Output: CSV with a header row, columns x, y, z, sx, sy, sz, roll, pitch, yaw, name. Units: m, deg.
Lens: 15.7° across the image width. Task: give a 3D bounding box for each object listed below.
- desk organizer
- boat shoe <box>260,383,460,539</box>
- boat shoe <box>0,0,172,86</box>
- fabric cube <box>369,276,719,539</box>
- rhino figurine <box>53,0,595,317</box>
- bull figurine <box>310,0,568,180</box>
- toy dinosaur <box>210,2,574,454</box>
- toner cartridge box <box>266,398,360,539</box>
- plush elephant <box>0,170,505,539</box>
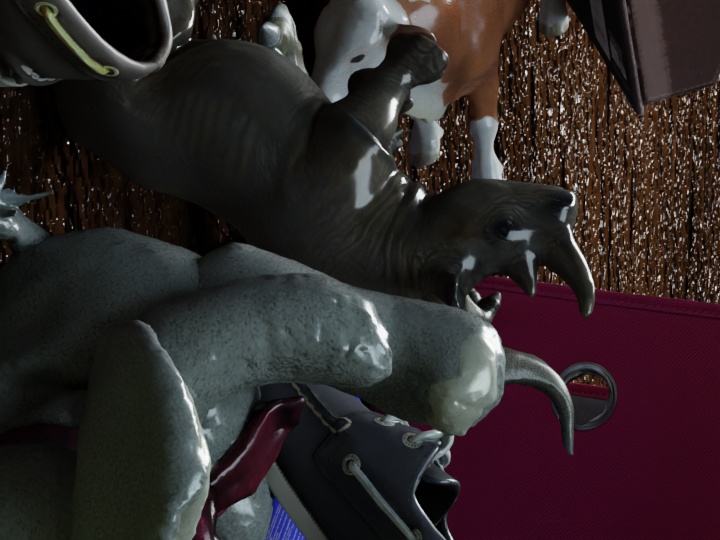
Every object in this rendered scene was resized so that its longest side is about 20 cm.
x,y,z,sx,sy,sz,roll,pitch,yaw,name
0.126,-0.148,1.134,0.200,0.077,0.072,-109,-175,-61,desk organizer
0.016,0.081,0.898,0.200,0.063,0.073,59,15,22,boat shoe
-0.107,-0.134,0.752,0.200,0.059,0.072,73,33,-41,boat shoe
0.113,0.128,1.136,0.200,0.196,0.200,38,62,-63,fabric cube
-0.010,-0.037,0.847,0.087,0.200,0.060,-53,167,-23,rhino figurine
0.037,-0.107,1.079,0.200,0.065,0.122,-61,150,-41,bull figurine
0.000,0.000,0.962,0.200,0.077,0.102,59,24,-4,toy dinosaur
-0.046,0.132,0.965,0.095,0.043,0.200,62,40,-49,toner cartridge box
-0.072,0.069,0.763,0.200,0.165,0.155,34,45,-32,plush elephant
